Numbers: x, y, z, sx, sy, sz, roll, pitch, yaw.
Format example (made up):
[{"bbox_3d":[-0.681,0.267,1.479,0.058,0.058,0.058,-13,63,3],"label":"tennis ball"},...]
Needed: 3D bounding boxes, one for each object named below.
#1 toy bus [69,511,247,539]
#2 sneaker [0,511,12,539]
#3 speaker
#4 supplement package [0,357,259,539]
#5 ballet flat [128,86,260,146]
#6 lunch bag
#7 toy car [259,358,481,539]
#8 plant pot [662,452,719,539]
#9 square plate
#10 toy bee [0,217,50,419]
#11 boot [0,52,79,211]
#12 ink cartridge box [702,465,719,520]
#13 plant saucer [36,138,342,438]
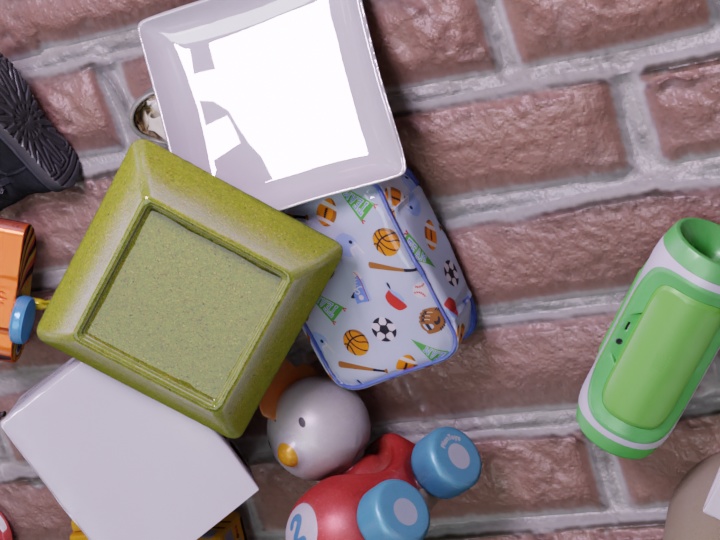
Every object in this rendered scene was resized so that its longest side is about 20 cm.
[{"bbox_3d":[-0.208,0.282,1.673,0.199,0.078,0.065,-3,110,25],"label":"toy bus"},{"bbox_3d":[-0.480,0.272,1.769,0.199,0.116,0.079,25,120,13],"label":"sneaker"},{"bbox_3d":[0.250,0.058,1.365,0.088,0.088,0.200,29,121,10],"label":"speaker"},{"bbox_3d":[-0.209,0.159,1.524,0.147,0.200,0.191,-38,95,-5],"label":"supplement package"},{"bbox_3d":[-0.113,-0.124,1.461,0.199,0.064,0.068,10,115,20],"label":"ballet flat"},{"bbox_3d":[0.000,0.000,1.460,0.160,0.076,0.200,-19,104,32],"label":"lunch bag"},{"bbox_3d":[-0.033,0.172,1.493,0.200,0.177,0.184,51,133,1],"label":"toy car"},{"bbox_3d":[0.322,0.271,1.358,0.187,0.200,0.188,9,115,20],"label":"plant pot"},{"bbox_3d":[-0.075,-0.147,1.404,0.199,0.028,0.199,-17,84,14],"label":"square plate"},{"bbox_3d":[-0.358,0.045,1.632,0.131,0.109,0.200,32,94,0],"label":"toy bee"},{"bbox_3d":[-0.390,-0.116,1.575,0.199,0.066,0.165,-15,121,31],"label":"boot"},{"bbox_3d":[0.373,0.159,1.285,0.176,0.200,0.045,23,120,14],"label":"ink cartridge box"},{"bbox_3d":[-0.146,0.024,1.380,0.200,0.048,0.200,28,104,-6],"label":"plant saucer"}]
